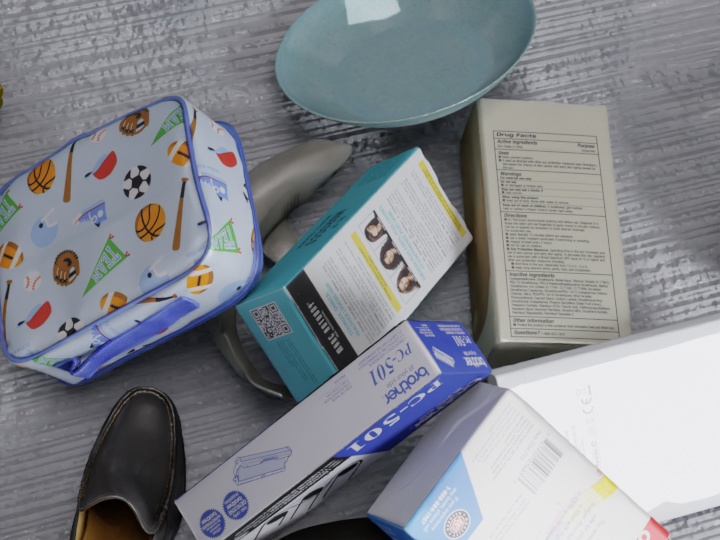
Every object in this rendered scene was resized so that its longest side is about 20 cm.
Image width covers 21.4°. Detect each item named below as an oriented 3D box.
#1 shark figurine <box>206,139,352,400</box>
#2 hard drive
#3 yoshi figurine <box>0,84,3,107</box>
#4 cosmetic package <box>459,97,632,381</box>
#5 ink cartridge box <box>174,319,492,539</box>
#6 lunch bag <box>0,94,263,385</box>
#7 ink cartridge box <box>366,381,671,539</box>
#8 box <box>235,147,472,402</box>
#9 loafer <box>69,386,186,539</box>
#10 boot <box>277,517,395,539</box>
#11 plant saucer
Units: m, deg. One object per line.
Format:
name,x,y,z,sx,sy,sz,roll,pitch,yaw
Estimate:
shark figurine,-0.085,-0.008,1.332,0.128,0.090,0.215,5,66,9
hard drive,0.192,0.110,1.314,0.200,0.027,0.132,-13,102,-14
yoshi figurine,-0.362,-0.162,1.384,0.200,0.112,0.112,43,105,-2
cosmetic package,0.132,-0.021,1.384,0.105,0.071,0.200,4,63,-9
ink cartridge box,-0.017,0.106,1.224,0.200,0.094,0.044,-39,73,18
lunch bag,-0.163,-0.014,1.285,0.200,0.076,0.161,-29,59,24
ink cartridge box,0.117,0.179,1.245,0.200,0.067,0.116,43,76,-18
box,0.000,0.000,1.312,0.082,0.049,0.200,58,41,-14
loafer,-0.154,0.162,1.246,0.073,0.072,0.200,9,61,-3
boot,-0.036,0.215,1.254,0.200,0.074,0.076,-17,97,-22
plant saucer,0.037,-0.160,1.431,0.201,0.039,0.201,-10,40,9
